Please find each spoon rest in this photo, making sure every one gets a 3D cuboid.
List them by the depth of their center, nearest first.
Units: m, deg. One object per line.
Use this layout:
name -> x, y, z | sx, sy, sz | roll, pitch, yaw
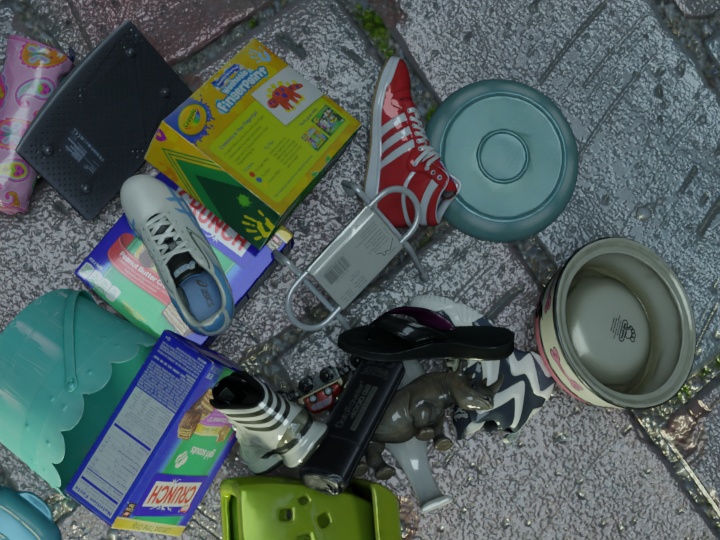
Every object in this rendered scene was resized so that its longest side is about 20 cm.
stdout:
spoon rest -> 0.050, 0.186, 1.453 | 0.098, 0.061, 0.202 | -19, 73, -7

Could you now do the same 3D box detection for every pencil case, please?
pencil case -> -0.394, -0.168, 1.434 | 0.086, 0.087, 0.203 | 16, 82, -3

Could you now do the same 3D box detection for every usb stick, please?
usb stick -> -0.006, 0.160, 1.332 | 0.055, 0.033, 0.201 | 11, 40, 19

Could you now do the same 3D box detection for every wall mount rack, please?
wall mount rack -> 0.000, 0.000, 1.422 | 0.200, 0.074, 0.174 | -45, 113, -7

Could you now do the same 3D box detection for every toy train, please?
toy train -> -0.047, 0.141, 1.437 | 0.198, 0.034, 0.046 | -27, 86, 6

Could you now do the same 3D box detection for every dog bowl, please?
dog bowl -> 0.289, 0.067, 1.444 | 0.198, 0.074, 0.203 | 8, 71, -24

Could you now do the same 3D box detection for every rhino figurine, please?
rhino figurine -> 0.069, 0.157, 1.383 | 0.198, 0.060, 0.088 | -27, 47, 6

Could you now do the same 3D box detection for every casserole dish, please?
casserole dish -> -0.426, 0.339, 1.399 | 0.121, 0.039, 0.201 | 38, 83, 0

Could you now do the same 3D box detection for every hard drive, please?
hard drive -> -0.297, -0.174, 1.426 | 0.201, 0.042, 0.135 | -54, 128, -16

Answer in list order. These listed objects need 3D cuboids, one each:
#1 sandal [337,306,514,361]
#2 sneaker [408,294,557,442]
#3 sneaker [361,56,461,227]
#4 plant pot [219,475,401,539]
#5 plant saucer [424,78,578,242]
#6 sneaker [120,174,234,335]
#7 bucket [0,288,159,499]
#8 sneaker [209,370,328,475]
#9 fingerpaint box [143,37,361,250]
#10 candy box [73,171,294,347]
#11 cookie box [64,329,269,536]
sandal -> 0.073, 0.066, 1.388 | 0.197, 0.075, 0.049 | 0, 111, 6
sneaker -> 0.122, 0.125, 1.446 | 0.198, 0.079, 0.130 | 34, 73, -11
sneaker -> 0.067, -0.148, 1.460 | 0.111, 0.071, 0.203 | 6, 90, 20
plant pot -> -0.052, 0.321, 1.358 | 0.179, 0.199, 0.203 | -4, 84, -12
plant saucer -> 0.171, -0.136, 1.506 | 0.197, 0.027, 0.203 | 0, 84, -4
sneaker -> -0.199, -0.021, 1.363 | 0.071, 0.072, 0.201 | -31, 87, -6
bucket -> -0.311, 0.128, 1.348 | 0.134, 0.207, 0.208 | 32, 82, 14
sneaker -> -0.112, 0.154, 1.333 | 0.115, 0.200, 0.076 | 43, 68, -8
fingerpaint box -> -0.119, -0.146, 1.411 | 0.166, 0.073, 0.200 | 38, 46, -1
candy box -> -0.199, -0.015, 1.436 | 0.169, 0.077, 0.201 | 40, 81, 1
cookie box -> -0.206, 0.182, 1.358 | 0.075, 0.171, 0.201 | 30, 87, 22
